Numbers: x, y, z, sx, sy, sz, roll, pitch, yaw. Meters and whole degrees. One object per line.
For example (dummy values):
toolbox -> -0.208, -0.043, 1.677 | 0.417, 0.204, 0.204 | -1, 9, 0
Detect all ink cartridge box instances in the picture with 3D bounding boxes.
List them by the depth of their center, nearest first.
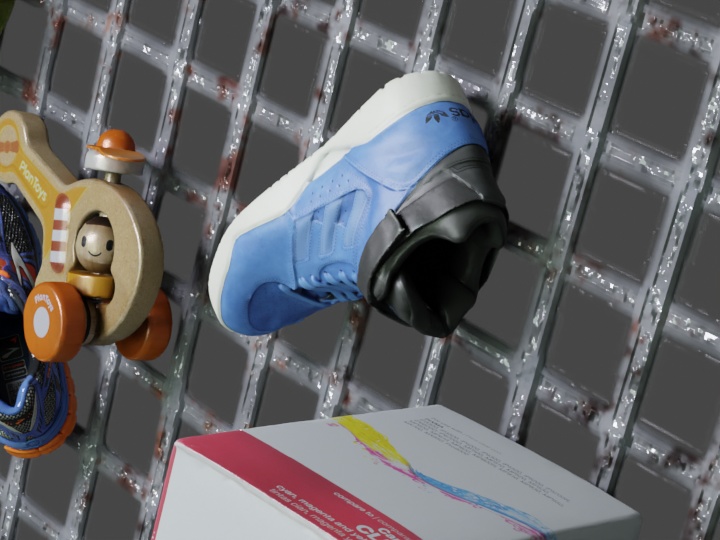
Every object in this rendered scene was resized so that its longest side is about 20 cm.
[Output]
ink cartridge box -> 0.011, 0.163, 1.016 | 0.144, 0.199, 0.146 | 26, 110, 38

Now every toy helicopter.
toy helicopter -> -0.174, -0.043, 1.279 | 0.200, 0.078, 0.133 | 48, 125, 41

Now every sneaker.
sneaker -> -0.001, 0.000, 1.105 | 0.200, 0.076, 0.112 | -42, 54, 30
sneaker -> -0.229, 0.015, 1.315 | 0.075, 0.078, 0.201 | -24, 77, -3

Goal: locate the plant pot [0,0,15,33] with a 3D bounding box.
plant pot -> -0.324, -0.210, 1.360 | 0.189, 0.200, 0.201 | 28, 111, 27
